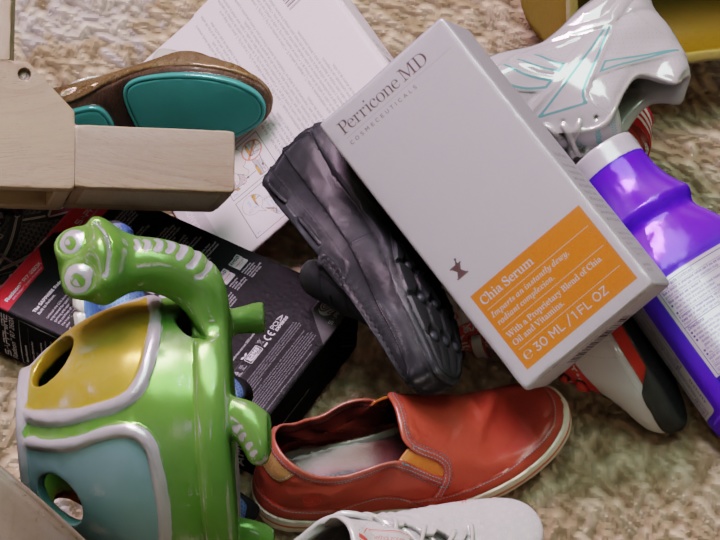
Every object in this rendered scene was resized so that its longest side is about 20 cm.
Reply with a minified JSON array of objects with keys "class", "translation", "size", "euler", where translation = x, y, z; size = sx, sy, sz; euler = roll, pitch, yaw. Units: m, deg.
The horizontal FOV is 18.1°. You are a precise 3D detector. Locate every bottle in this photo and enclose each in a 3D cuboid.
[{"class":"bottle","translation":[0.203,0.008,1.387],"size":[0.083,0.065,0.201],"euler":[-29,74,-19]}]

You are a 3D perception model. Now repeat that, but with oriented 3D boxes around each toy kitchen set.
[{"class":"toy kitchen set","translation":[-0.181,-0.137,1.432],"size":[0.179,0.163,0.202],"euler":[2,83,-13]}]

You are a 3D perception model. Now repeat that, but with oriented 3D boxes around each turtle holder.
[{"class":"turtle holder","translation":[-0.112,0.076,1.175],"size":[0.131,0.186,0.142],"euler":[-3,57,-1]}]

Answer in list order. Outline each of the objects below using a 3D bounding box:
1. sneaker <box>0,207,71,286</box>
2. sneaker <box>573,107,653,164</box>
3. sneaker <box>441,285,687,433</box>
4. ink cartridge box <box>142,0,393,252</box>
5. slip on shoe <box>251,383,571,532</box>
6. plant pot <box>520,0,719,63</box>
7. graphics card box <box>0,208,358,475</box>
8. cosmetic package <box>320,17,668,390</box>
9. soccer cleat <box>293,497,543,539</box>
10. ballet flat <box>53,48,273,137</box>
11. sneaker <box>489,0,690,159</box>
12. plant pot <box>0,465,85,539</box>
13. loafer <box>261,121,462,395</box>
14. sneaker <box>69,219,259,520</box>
[{"class":"sneaker","translation":[-0.258,-0.019,1.427],"size":[0.199,0.075,0.081],"euler":[-32,56,-29]},{"class":"sneaker","translation":[0.103,-0.096,1.534],"size":[0.198,0.079,0.116],"euler":[13,28,13]},{"class":"sneaker","translation":[0.107,0.039,1.399],"size":[0.108,0.067,0.202],"euler":[-37,83,14]},{"class":"ink cartridge box","translation":[-0.062,-0.106,1.516],"size":[0.176,0.045,0.200],"euler":[-42,52,11]},{"class":"slip on shoe","translation":[0.032,0.102,1.333],"size":[0.198,0.061,0.074],"euler":[-11,47,-13]},{"class":"plant pot","translation":[0.197,-0.264,1.590],"size":[0.193,0.197,0.200],"euler":[-8,21,-15]},{"class":"graphics card box","translation":[-0.115,0.033,1.400],"size":[0.199,0.051,0.126],"euler":[22,49,19]},{"class":"cosmetic package","translation":[0.080,-0.039,1.335],"size":[0.101,0.071,0.200],"euler":[-41,80,11]},{"class":"soccer cleat","translation":[0.014,0.163,1.258],"size":[0.199,0.086,0.069],"euler":[-16,49,-16]},{"class":"ballet flat","translation":[-0.153,-0.111,1.505],"size":[0.199,0.068,0.073],"euler":[-15,34,13]},{"class":"sneaker","translation":[0.119,-0.103,1.426],"size":[0.199,0.071,0.080],"euler":[-31,65,-10]},{"class":"plant pot","translation":[-0.239,0.188,1.172],"size":[0.199,0.200,0.174],"euler":[31,69,25]},{"class":"loafer","translation":[0.000,0.000,1.367],"size":[0.070,0.068,0.201],"euler":[-38,57,15]},{"class":"sneaker","translation":[-0.109,0.065,1.304],"size":[0.089,0.079,0.201],"euler":[-19,83,1]}]
